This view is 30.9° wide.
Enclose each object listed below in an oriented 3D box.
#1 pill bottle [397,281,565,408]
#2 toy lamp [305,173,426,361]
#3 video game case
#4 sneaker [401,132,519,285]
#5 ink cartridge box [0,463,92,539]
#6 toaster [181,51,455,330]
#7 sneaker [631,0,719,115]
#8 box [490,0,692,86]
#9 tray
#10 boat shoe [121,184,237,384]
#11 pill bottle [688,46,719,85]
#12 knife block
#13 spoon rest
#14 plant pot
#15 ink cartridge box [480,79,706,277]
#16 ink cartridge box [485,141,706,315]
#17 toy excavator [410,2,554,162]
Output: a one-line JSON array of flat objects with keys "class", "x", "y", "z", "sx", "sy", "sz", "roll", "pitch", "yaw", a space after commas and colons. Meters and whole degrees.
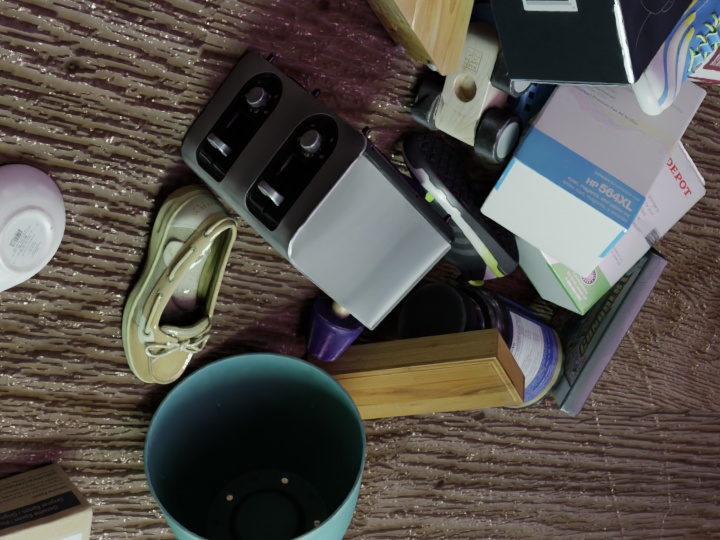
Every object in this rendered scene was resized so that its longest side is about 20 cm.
[{"class": "pill bottle", "x": 0.130, "y": 0.078, "z": 1.404, "sx": 0.200, "sy": 0.112, "sz": 0.112, "roll": 24, "pitch": 101, "yaw": -49}, {"class": "toy lamp", "x": 0.000, "y": 0.000, "z": 1.252, "sx": 0.058, "sy": 0.058, "sz": 0.200, "roll": 1, "pitch": 126, "yaw": -44}, {"class": "video game case", "x": 0.266, "y": 0.048, "z": 1.482, "sx": 0.025, "sy": 0.181, "sz": 0.201, "roll": 26, "pitch": 102, "yaw": -9}, {"class": "sneaker", "x": 0.083, "y": -0.048, "z": 1.294, "sx": 0.083, "sy": 0.072, "sz": 0.200, "roll": -23, "pitch": 127, "yaw": 24}, {"class": "ink cartridge box", "x": -0.331, "y": 0.286, "z": 1.147, "sx": 0.164, "sy": 0.075, "sz": 0.201, "roll": -14, "pitch": 129, "yaw": -38}, {"class": "toaster", "x": -0.032, "y": -0.064, "z": 1.090, "sx": 0.119, "sy": 0.181, "sz": 0.200, "roll": -48, "pitch": 140, "yaw": 1}, {"class": "sneaker", "x": 0.300, "y": -0.224, "z": 1.169, "sx": 0.076, "sy": 0.105, "sz": 0.201, "roll": 52, "pitch": 41, "yaw": -36}, {"class": "box", "x": 0.195, "y": -0.290, "z": 1.080, "sx": 0.197, "sy": 0.124, "sz": 0.201, "roll": -49, "pitch": 134, "yaw": -36}, {"class": "tray", "x": 0.056, "y": 0.109, "z": 1.310, "sx": 0.099, "sy": 0.199, "sz": 0.037, "roll": 54, "pitch": 33, "yaw": -50}, {"class": "boat shoe", "x": -0.152, "y": 0.025, "z": 1.123, "sx": 0.073, "sy": 0.063, "sz": 0.201, "roll": -7, "pitch": 129, "yaw": -42}, {"class": "pill bottle", "x": 0.353, "y": -0.256, "z": 1.364, "sx": 0.199, "sy": 0.114, "sz": 0.115, "roll": -1, "pitch": 119, "yaw": -44}, {"class": "knife block", "x": 0.073, "y": -0.290, "z": 1.106, "sx": 0.176, "sy": 0.064, "sz": 0.200, "roll": -47, "pitch": 140, "yaw": -4}, {"class": "spoon rest", "x": -0.297, "y": 0.009, "z": 0.994, "sx": 0.201, "sy": 0.060, "sz": 0.099, "roll": -60, "pitch": 143, "yaw": -11}, {"class": "plant pot", "x": -0.094, "y": 0.204, "z": 1.229, "sx": 0.200, "sy": 0.201, "sz": 0.161, "roll": -33, "pitch": 150, "yaw": -21}, {"class": "ink cartridge box", "x": 0.228, "y": -0.122, "z": 1.247, "sx": 0.200, "sy": 0.125, "sz": 0.129, "roll": -55, "pitch": 176, "yaw": -21}, {"class": "ink cartridge box", "x": 0.249, "y": -0.078, "z": 1.387, "sx": 0.200, "sy": 0.084, "sz": 0.146, "roll": -42, "pitch": 116, "yaw": -11}, {"class": "toy excavator", "x": 0.157, "y": -0.216, "z": 1.238, "sx": 0.200, "sy": 0.100, "sz": 0.195, "roll": -21, "pitch": 133, "yaw": -51}]
